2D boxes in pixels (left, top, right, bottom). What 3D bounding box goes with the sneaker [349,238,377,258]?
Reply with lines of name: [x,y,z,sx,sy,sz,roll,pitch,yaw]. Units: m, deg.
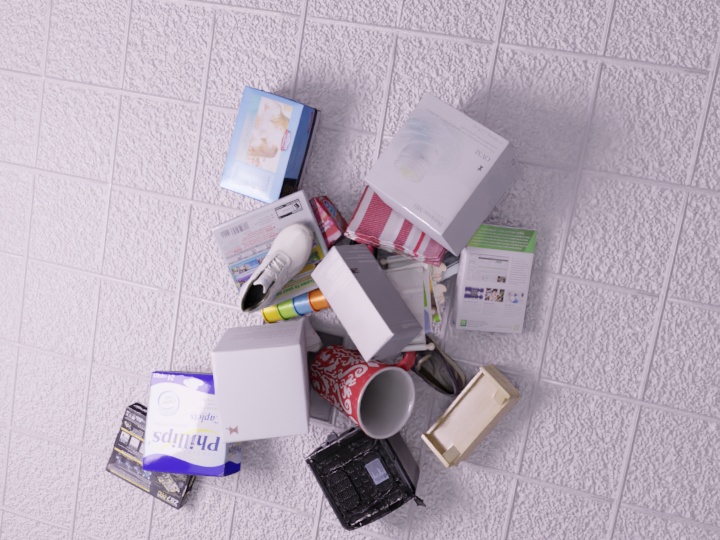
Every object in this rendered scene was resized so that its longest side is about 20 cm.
sneaker: [0.000,0.000,1.374,0.075,0.084,0.206,0,95,13]

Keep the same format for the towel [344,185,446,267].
towel: [0.081,-0.092,1.332,0.195,0.146,0.023,17,143,11]

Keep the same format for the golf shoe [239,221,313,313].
golf shoe: [-0.155,0.003,1.275,0.078,0.097,0.202,35,104,-6]

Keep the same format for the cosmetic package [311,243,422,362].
cosmetic package: [0.011,0.056,1.247,0.091,0.106,0.201,-49,67,27]

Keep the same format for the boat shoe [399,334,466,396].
boat shoe: [0.126,0.172,1.372,0.200,0.065,0.072,44,105,6]

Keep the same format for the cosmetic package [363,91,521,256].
cosmetic package: [0.148,-0.175,1.255,0.198,0.123,0.202,38,92,29]

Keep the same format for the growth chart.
growth chart: [0.093,0.058,1.301,0.141,0.018,0.205,-1,73,17]

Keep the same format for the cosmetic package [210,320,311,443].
cosmetic package: [-0.180,0.203,1.305,0.162,0.200,0.172,-5,99,-2]

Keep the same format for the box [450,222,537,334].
box: [0.253,0.014,1.315,0.140,0.036,0.206,6,99,-14]

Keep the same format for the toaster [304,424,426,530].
toaster: [0.015,0.405,1.393,0.179,0.119,0.203,-32,88,15]

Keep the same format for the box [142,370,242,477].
box: [-0.343,0.317,1.447,0.179,0.105,0.206,2,82,8]

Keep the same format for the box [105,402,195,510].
box: [-0.454,0.412,1.540,0.196,0.049,0.165,23,98,9]

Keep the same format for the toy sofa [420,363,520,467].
toy sofa: [0.219,0.285,1.360,0.083,0.097,0.201,44,105,26]

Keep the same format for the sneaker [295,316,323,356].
sneaker: [-0.159,0.193,1.437,0.199,0.078,0.100,-42,89,14]

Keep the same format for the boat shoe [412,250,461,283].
boat shoe: [0.125,0.000,1.352,0.197,0.072,0.069,-27,90,11]

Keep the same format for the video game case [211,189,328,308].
video game case: [-0.163,-0.033,1.327,0.196,0.022,0.186,-20,104,9]

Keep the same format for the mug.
mug: [0.012,0.217,1.344,0.198,0.175,0.137,16,120,54]

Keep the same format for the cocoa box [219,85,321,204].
cocoa box: [-0.176,-0.241,1.367,0.130,0.131,0.205,19,100,10]

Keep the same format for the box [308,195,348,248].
box: [-0.124,-0.051,1.390,0.199,0.100,0.096,-40,88,14]

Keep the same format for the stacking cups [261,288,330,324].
stacking cups: [-0.106,0.066,1.396,0.196,0.060,0.062,-11,93,27]
